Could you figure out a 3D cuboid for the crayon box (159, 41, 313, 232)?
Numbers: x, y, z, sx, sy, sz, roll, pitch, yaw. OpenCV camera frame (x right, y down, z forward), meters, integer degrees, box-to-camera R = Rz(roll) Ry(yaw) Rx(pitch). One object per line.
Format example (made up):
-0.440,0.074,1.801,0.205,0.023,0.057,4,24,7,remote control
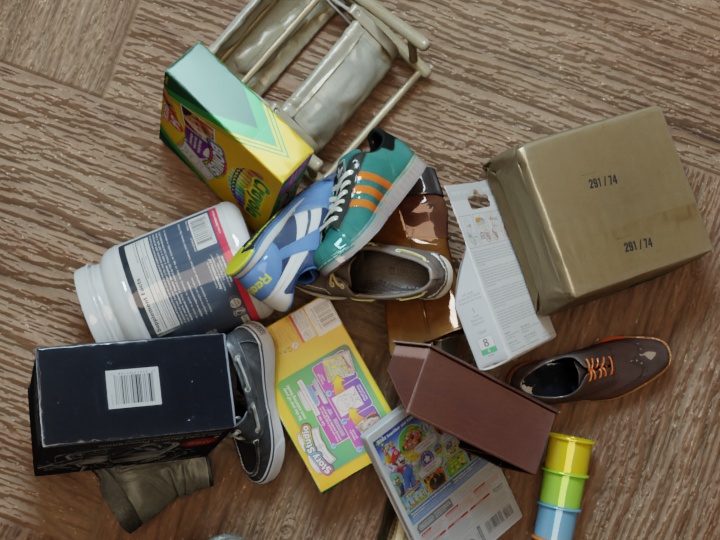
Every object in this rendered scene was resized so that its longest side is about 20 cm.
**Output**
-0.144,-0.140,1.418,0.173,0.200,0.058,45,72,3,crayon box

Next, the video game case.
0.094,0.233,1.428,0.143,0.018,0.201,-33,107,-28,video game case

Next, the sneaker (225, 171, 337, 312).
-0.065,-0.033,1.383,0.082,0.074,0.200,46,53,-8,sneaker

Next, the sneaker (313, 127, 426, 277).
-0.007,-0.076,1.364,0.080,0.071,0.200,42,51,-7,sneaker

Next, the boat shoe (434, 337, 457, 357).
0.074,0.094,1.482,0.062,0.073,0.202,-2,85,25,boat shoe

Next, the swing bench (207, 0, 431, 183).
-0.054,-0.237,1.470,0.200,0.130,0.199,42,86,8,swing bench

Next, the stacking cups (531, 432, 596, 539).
0.228,0.291,1.462,0.060,0.061,0.202,10,85,0,stacking cups

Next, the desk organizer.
0.117,0.152,1.393,0.199,0.071,0.078,28,76,-29,desk organizer

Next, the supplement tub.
-0.208,0.019,1.435,0.198,0.140,0.142,-22,86,-3,supplement tub

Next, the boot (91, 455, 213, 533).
-0.263,0.191,1.468,0.130,0.068,0.201,-32,88,-14,boot

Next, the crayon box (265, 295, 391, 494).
-0.043,0.141,1.470,0.118,0.058,0.201,-29,86,-3,crayon box

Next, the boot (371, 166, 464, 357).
0.025,0.001,1.457,0.186,0.068,0.202,-13,77,6,boot

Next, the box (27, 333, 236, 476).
-0.249,0.146,1.356,0.198,0.182,0.105,-4,74,-18,box

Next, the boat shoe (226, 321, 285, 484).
-0.132,0.158,1.423,0.071,0.068,0.202,22,124,37,boat shoe

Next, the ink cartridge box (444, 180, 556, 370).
0.145,0.002,1.435,0.050,0.161,0.202,-25,84,28,ink cartridge box

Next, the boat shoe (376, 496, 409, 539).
0.062,0.293,1.457,0.064,0.072,0.202,19,85,-12,boat shoe

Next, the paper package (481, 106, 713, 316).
0.269,-0.069,1.447,0.198,0.103,0.192,-18,87,-21,paper package

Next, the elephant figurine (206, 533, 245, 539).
-0.169,0.355,1.407,0.141,0.155,0.200,-39,96,18,elephant figurine

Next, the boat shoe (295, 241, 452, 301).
0.000,0.000,1.401,0.198,0.059,0.073,6,90,21,boat shoe

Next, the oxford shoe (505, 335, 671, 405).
0.271,0.121,1.471,0.198,0.073,0.072,-15,85,-3,oxford shoe
